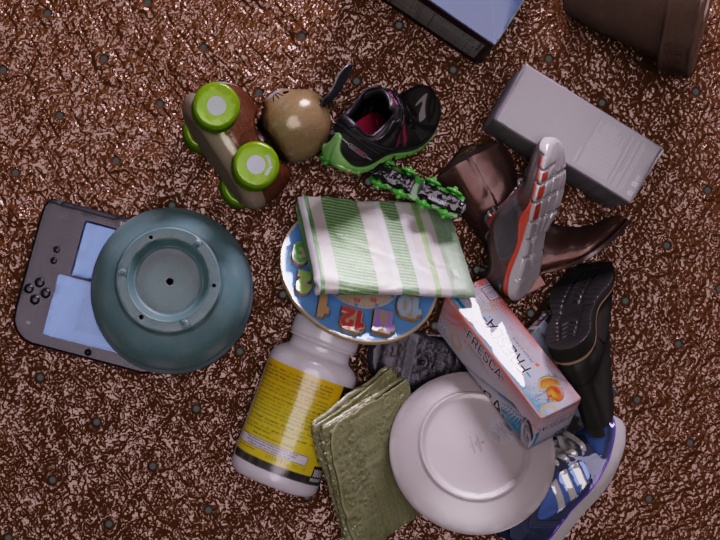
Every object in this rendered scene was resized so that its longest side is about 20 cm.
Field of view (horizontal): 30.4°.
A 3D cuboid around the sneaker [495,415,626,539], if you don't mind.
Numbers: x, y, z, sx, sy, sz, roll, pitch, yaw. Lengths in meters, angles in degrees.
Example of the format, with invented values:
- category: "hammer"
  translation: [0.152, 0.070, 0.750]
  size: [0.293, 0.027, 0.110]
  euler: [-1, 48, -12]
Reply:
- category: "sneaker"
  translation: [0.215, 0.232, 1.595]
  size: [0.146, 0.081, 0.201]
  euler: [35, 90, -21]

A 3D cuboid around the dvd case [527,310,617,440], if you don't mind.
- category: "dvd case"
  translation: [0.208, 0.172, 1.641]
  size: [0.200, 0.022, 0.146]
  euler: [-45, 106, -10]

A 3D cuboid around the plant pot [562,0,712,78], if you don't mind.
- category: "plant pot"
  translation: [0.341, -0.348, 1.610]
  size: [0.172, 0.200, 0.203]
  euler: [14, 89, 13]

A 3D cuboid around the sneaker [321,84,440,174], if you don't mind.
- category: "sneaker"
  translation: [0.037, -0.180, 1.586]
  size: [0.076, 0.084, 0.199]
  euler: [36, 43, 18]

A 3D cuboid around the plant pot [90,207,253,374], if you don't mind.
- category: "plant pot"
  translation: [-0.222, 0.017, 1.553]
  size: [0.197, 0.134, 0.203]
  euler: [1, 83, -6]

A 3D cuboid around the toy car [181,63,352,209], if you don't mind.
- category: "toy car"
  translation: [-0.098, -0.185, 1.581]
  size: [0.199, 0.164, 0.159]
  euler: [-35, 93, -13]

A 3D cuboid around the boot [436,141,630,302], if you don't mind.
- category: "boot"
  translation: [0.212, -0.090, 1.649]
  size: [0.185, 0.064, 0.202]
  euler: [-30, 88, -2]

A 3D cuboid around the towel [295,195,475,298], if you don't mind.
- category: "towel"
  translation: [0.028, -0.027, 1.588]
  size: [0.197, 0.024, 0.154]
  euler: [2, 48, -19]

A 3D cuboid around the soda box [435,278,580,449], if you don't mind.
- category: "soda box"
  translation: [0.171, 0.108, 1.570]
  size: [0.063, 0.069, 0.201]
  euler: [-20, 57, -25]

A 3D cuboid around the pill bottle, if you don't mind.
- category: "pill bottle"
  translation: [-0.072, 0.160, 1.598]
  size: [0.111, 0.112, 0.202]
  euler: [20, 89, -4]

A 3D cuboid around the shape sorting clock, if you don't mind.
- category: "shape sorting clock"
  translation: [0.000, 0.000, 1.596]
  size: [0.197, 0.039, 0.202]
  euler: [8, 58, -13]

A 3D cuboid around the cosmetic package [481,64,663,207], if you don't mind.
- category: "cosmetic package"
  translation: [0.256, -0.162, 1.629]
  size: [0.199, 0.107, 0.091]
  euler: [34, 88, -5]

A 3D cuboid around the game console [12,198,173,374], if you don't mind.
- category: "game console"
  translation: [-0.311, 0.021, 1.621]
  size: [0.197, 0.031, 0.179]
  euler: [15, 89, -5]

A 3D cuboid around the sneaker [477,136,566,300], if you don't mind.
- category: "sneaker"
  translation: [0.183, -0.067, 1.581]
  size: [0.081, 0.077, 0.202]
  euler: [24, 108, 29]

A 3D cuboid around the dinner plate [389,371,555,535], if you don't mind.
- category: "dinner plate"
  translation: [0.133, 0.209, 1.556]
  size: [0.197, 0.024, 0.203]
  euler: [2, 63, -5]

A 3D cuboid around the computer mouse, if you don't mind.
- category: "computer mouse"
  translation: [0.097, 0.146, 1.649]
  size: [0.197, 0.046, 0.143]
  euler: [7, 91, -11]

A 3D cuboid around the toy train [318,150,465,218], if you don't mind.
- category: "toy train"
  translation: [0.038, -0.113, 1.624]
  size: [0.198, 0.056, 0.042]
  euler: [25, 87, 6]

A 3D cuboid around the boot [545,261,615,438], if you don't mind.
- category: "boot"
  translation: [0.281, 0.093, 1.621]
  size: [0.077, 0.200, 0.140]
  euler: [-7, 119, 31]

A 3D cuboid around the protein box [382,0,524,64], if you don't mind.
- category: "protein box"
  translation: [0.123, -0.396, 1.604]
  size: [0.199, 0.135, 0.200]
  euler: [33, 87, -3]

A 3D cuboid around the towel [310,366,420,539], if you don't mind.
- category: "towel"
  translation: [0.016, 0.231, 1.593]
  size: [0.148, 0.036, 0.202]
  euler: [-30, 115, -31]
